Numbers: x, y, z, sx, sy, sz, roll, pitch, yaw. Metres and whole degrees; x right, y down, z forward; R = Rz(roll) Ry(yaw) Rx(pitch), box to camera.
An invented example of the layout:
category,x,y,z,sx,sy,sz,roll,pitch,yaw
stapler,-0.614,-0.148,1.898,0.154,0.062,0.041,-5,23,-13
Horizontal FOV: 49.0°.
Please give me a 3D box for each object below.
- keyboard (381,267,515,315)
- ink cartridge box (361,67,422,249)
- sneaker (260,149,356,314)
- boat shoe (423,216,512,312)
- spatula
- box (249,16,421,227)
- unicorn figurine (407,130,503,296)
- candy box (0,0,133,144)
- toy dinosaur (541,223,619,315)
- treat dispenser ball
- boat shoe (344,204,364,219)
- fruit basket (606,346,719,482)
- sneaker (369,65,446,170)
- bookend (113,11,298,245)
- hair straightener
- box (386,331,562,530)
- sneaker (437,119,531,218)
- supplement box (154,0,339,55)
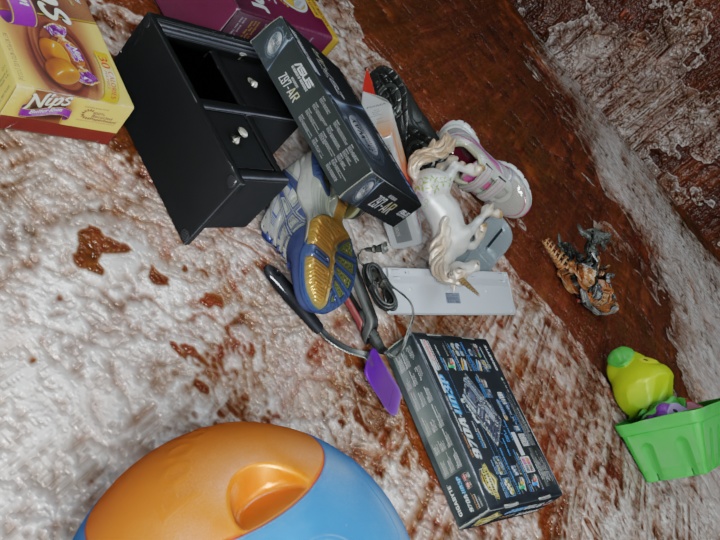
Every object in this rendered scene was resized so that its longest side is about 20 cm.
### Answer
category,x,y,z,sx,sy,sz,roll,pitch,yaw
keyboard,0.111,0.027,0.967,0.196,0.011,0.058,2,75,-31
ink cartridge box,0.043,-0.152,1.033,0.202,0.049,0.164,-82,158,-50
sneaker,-0.058,-0.031,0.798,0.075,0.087,0.203,48,29,-40
boat shoe,0.131,0.002,1.037,0.199,0.067,0.074,-37,91,-39
spatula,-0.025,0.067,0.789,0.200,0.021,0.057,44,24,-10
box,-0.022,-0.152,0.838,0.203,0.043,0.160,61,15,18
unicorn figurine,0.115,-0.063,0.973,0.136,0.074,0.202,-26,76,-34
candy box,-0.293,-0.212,0.702,0.116,0.056,0.203,1,57,-53
toy dinosaur,0.391,-0.002,1.380,0.201,0.100,0.138,52,38,-43
treat dispenser ball,-0.063,0.185,0.422,0.199,0.200,0.203,34,33,-26
boat shoe,-0.021,-0.148,0.987,0.065,0.071,0.204,16,44,-45
fruit basket,0.467,0.205,1.208,0.214,0.153,0.220,28,52,-43
sneaker,0.072,-0.221,1.215,0.203,0.075,0.090,63,22,8
bookend,-0.127,-0.138,0.809,0.197,0.092,0.203,-4,61,-56
hair straightener,0.000,0.000,0.842,0.041,0.076,0.203,17,42,-61
box,0.124,0.167,0.858,0.157,0.046,0.203,10,49,-49
sneaker,0.197,-0.154,1.298,0.199,0.082,0.088,40,31,-1
supplement box,-0.141,-0.316,0.981,0.198,0.103,0.133,-8,63,-56
